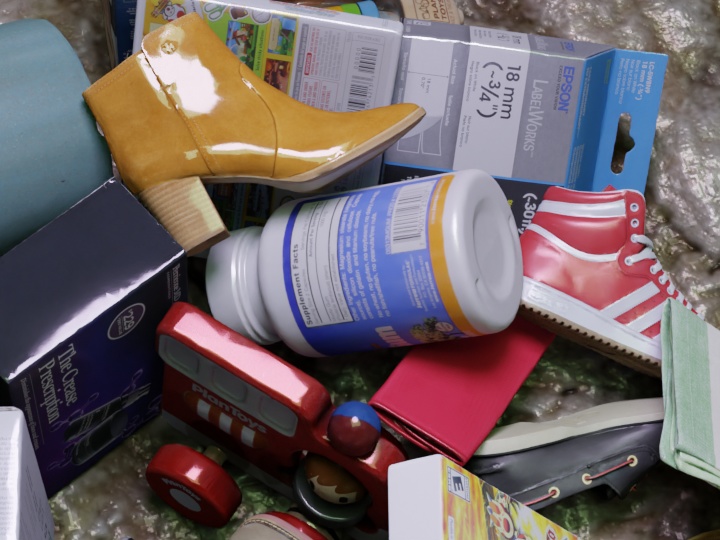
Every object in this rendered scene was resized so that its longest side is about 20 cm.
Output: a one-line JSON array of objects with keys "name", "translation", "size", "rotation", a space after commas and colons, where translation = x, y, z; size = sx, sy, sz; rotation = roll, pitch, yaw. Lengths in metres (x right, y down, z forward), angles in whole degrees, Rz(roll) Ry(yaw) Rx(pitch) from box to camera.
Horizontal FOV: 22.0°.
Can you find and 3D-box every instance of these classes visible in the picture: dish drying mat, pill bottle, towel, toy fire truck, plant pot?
[{"name": "dish drying mat", "translation": [0.078, 0.061, 1.280], "size": [0.077, 0.018, 0.200], "rotation": [32, 39, 8]}, {"name": "pill bottle", "translation": [0.000, 0.000, 1.264], "size": [0.200, 0.112, 0.112], "rotation": [-9, 58, 26]}, {"name": "towel", "translation": [0.277, 0.121, 1.237], "size": [0.200, 0.023, 0.153], "rotation": [33, 37, -18]}, {"name": "toy fire truck", "translation": [-0.047, 0.112, 1.201], "size": [0.200, 0.168, 0.112], "rotation": [31, 64, 10]}, {"name": "plant pot", "translation": [-0.288, -0.078, 1.276], "size": [0.196, 0.200, 0.200], "rotation": [-21, 66, -24]}]

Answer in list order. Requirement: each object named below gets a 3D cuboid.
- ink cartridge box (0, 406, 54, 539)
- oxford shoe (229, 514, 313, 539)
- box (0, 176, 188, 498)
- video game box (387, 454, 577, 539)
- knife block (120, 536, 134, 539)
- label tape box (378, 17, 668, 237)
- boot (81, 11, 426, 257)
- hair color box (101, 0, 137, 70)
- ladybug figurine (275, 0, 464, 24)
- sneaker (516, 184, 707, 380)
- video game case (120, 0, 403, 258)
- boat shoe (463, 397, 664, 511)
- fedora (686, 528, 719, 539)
[{"name": "ink cartridge box", "translation": [-0.214, 0.212, 1.118], "size": [0.043, 0.196, 0.200], "rotation": [0, 62, -4]}, {"name": "oxford shoe", "translation": [-0.034, 0.233, 1.128], "size": [0.074, 0.071, 0.200], "rotation": [-6, 48, -43]}, {"name": "box", "translation": [-0.186, 0.051, 1.202], "size": [0.079, 0.200, 0.141], "rotation": [42, 67, 17]}, {"name": "video game box", "translation": [0.083, 0.237, 1.150], "size": [0.047, 0.182, 0.200], "rotation": [-16, 59, 27]}, {"name": "knife block", "translation": [-0.091, 0.259, 1.179], "size": [0.200, 0.064, 0.176], "rotation": [2, 63, -4]}, {"name": "label tape box", "translation": [0.117, -0.096, 1.342], "size": [0.200, 0.144, 0.063], "rotation": [7, 18, -1]}, {"name": "boot", "translation": [-0.072, -0.113, 1.236], "size": [0.201, 0.071, 0.144], "rotation": [-27, 84, -7]}, {"name": "hair color box", "translation": [-0.156, -0.210, 1.342], "size": [0.060, 0.200, 0.100], "rotation": [-8, 61, -9]}, {"name": "ladybug figurine", "translation": [-0.019, -0.172, 1.408], "size": [0.200, 0.072, 0.136], "rotation": [-6, 64, -8]}, {"name": "sneaker", "translation": [0.202, 0.011, 1.304], "size": [0.200, 0.071, 0.113], "rotation": [25, 81, -11]}, {"name": "video game case", "translation": [-0.074, -0.095, 1.304], "size": [0.182, 0.200, 0.023], "rotation": [9, 30, -1]}, {"name": "boat shoe", "translation": [0.166, 0.126, 1.277], "size": [0.201, 0.074, 0.063], "rotation": [-12, 92, -19]}, {"name": "fedora", "translation": [0.274, 0.251, 1.207], "size": [0.200, 0.082, 0.201], "rotation": [2, 63, -4]}]
